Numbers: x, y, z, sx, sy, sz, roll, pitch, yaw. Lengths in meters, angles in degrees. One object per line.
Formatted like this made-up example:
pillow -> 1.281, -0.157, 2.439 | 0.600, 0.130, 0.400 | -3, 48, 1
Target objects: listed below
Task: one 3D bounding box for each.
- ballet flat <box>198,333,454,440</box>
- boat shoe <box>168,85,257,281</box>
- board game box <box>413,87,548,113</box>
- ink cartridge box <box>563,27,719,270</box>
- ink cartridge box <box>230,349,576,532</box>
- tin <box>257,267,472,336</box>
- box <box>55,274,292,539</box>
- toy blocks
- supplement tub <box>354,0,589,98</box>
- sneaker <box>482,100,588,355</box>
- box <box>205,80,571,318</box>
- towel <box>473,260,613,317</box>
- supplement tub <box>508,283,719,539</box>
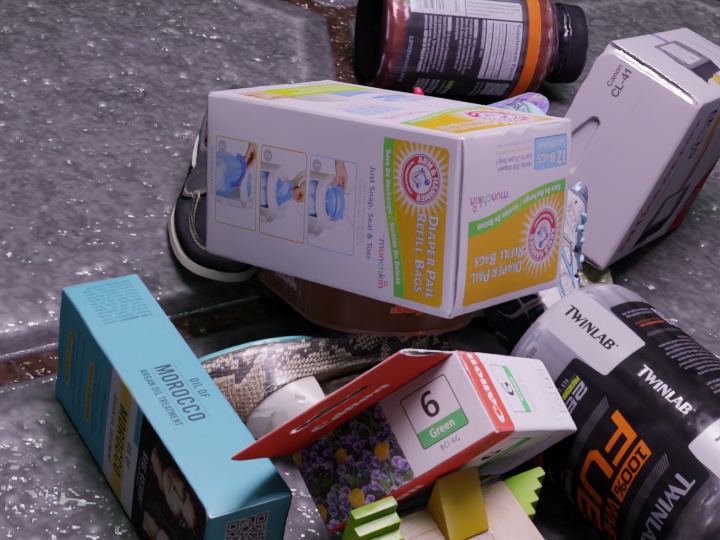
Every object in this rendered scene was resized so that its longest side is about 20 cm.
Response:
ballet flat -> -0.015, 0.073, 0.908 | 0.199, 0.068, 0.075 | -10, 51, -36
boat shoe -> -0.097, -0.064, 1.078 | 0.071, 0.068, 0.201 | 10, 35, -6
board game box -> 0.034, -0.099, 1.064 | 0.199, 0.039, 0.158 | -14, 19, 31
ink cartridge box -> 0.214, -0.096, 1.119 | 0.085, 0.148, 0.200 | 35, 26, 16
ink cartridge box -> 0.030, 0.090, 0.775 | 0.051, 0.109, 0.200 | 62, 20, 16
tin -> 0.000, 0.000, 0.978 | 0.111, 0.042, 0.200 | -7, 16, -21
box -> -0.109, 0.094, 0.823 | 0.049, 0.083, 0.200 | -11, 40, -30
toy blocks -> 0.040, 0.192, 0.732 | 0.199, 0.100, 0.137 | -15, 52, -27
supplement tub -> 0.100, -0.209, 1.325 | 0.198, 0.108, 0.107 | 2, 35, -17
sneaker -> 0.121, -0.016, 0.967 | 0.086, 0.201, 0.077 | -30, 20, -23
box -> 0.014, -0.049, 0.889 | 0.199, 0.102, 0.112 | 15, 19, 40
towel -> 0.091, -0.033, 1.123 | 0.147, 0.037, 0.200 | -4, 36, -26
supplement tub -> 0.182, 0.108, 0.866 | 0.122, 0.123, 0.200 | -14, 41, -35
